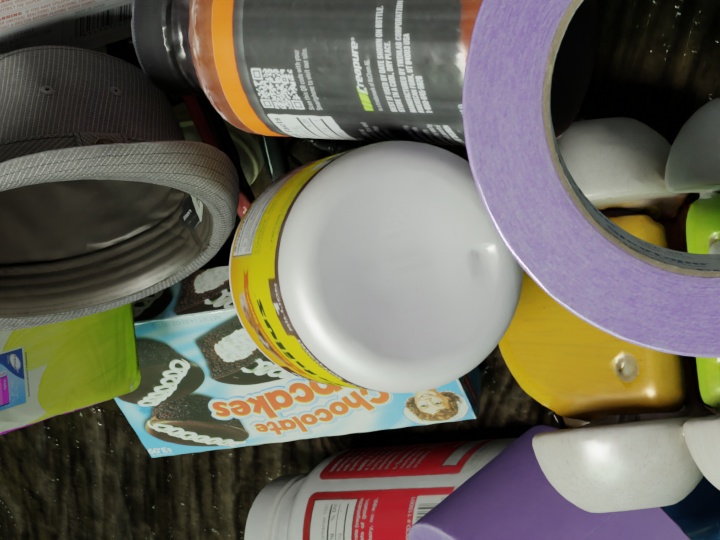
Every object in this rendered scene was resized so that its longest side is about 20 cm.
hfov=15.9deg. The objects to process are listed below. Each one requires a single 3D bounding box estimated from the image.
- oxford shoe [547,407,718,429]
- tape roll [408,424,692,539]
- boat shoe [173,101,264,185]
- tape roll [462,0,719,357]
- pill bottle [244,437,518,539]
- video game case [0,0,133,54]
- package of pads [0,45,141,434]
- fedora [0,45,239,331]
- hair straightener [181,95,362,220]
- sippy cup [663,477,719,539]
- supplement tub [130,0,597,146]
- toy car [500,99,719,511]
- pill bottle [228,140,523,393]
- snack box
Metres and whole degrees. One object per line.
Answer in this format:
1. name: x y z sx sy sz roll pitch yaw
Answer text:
1. oxford shoe: 0.109 0.037 1.305 0.199 0.085 0.073 28 150 1
2. tape roll: 0.119 0.182 1.316 0.200 0.085 0.200 48 165 17
3. boat shoe: -0.125 -0.032 1.395 0.071 0.065 0.200 37 146 -16
4. tape roll: 0.140 -0.069 1.027 0.199 0.201 0.066 26 -172 2
5. pill bottle: 0.031 0.157 1.505 0.199 0.113 0.112 -7 135 43
6. video game case: -0.156 -0.151 1.162 0.182 0.199 0.023 102 145 -57
7. package of pads: -0.189 -0.019 1.310 0.068 0.154 0.201 5 105 43
8. fedora: -0.157 -0.043 1.206 0.199 0.091 0.177 -8 156 -22
9. hair straightener: -0.029 -0.039 1.301 0.077 0.041 0.201 -18 114 7
10. sippy cup: 0.222 0.152 1.353 0.178 0.140 0.130 -36 107 10
11. supplement tub: -0.002 -0.111 1.152 0.199 0.107 0.107 5 142 29
12. toy car: 0.168 0.016 1.169 0.199 0.176 0.150 -8 175 41
13. pill bottle: 0.000 0.000 1.193 0.109 0.110 0.200 33 173 -9
14. snack box: -0.044 0.045 1.423 0.199 0.037 0.116 -8 137 19
